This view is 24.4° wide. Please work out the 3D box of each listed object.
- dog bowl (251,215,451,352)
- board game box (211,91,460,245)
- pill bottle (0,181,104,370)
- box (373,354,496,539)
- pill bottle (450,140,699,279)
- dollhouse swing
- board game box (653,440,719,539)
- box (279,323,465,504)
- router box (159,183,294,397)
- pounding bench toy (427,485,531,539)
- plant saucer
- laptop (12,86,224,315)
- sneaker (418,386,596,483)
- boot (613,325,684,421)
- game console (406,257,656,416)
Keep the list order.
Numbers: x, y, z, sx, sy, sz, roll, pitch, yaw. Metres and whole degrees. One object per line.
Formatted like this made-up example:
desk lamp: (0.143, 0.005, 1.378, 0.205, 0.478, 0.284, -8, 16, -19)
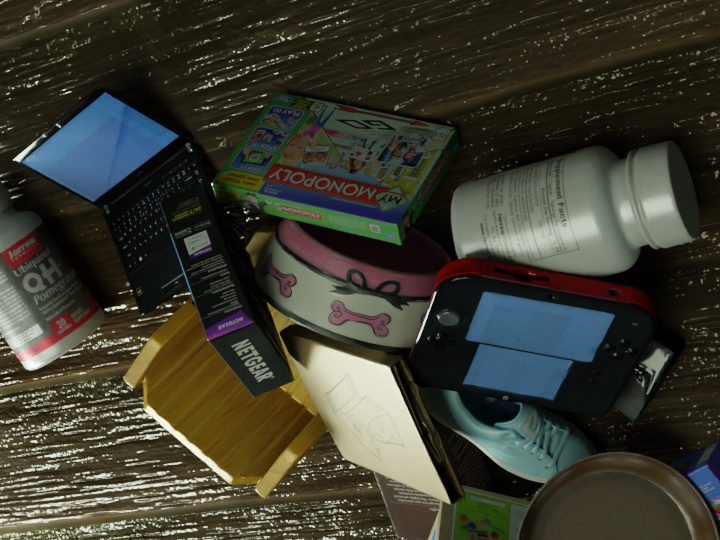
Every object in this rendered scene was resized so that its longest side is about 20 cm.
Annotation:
dog bowl: (0.000, 0.000, 1.590, 0.199, 0.200, 0.074, 24, 111, 18)
board game box: (-0.023, -0.099, 1.571, 0.199, 0.135, 0.029, 14, 141, 25)
pill bottle: (-0.387, 0.003, 1.883, 0.110, 0.111, 0.200, -23, 105, 40)
box: (0.067, 0.186, 1.723, 0.100, 0.075, 0.201, 2, 123, 32)
pill bottle: (0.191, -0.047, 1.470, 0.199, 0.114, 0.115, -14, 110, 24)
dollhouse swing: (-0.104, 0.088, 1.732, 0.200, 0.182, 0.176, 40, 142, 5)
board game box: (0.315, 0.266, 1.644, 0.135, 0.045, 0.200, 51, 131, -5)
box: (0.010, 0.137, 1.616, 0.200, 0.021, 0.164, 13, 133, 56)
router box: (-0.126, 0.023, 1.600, 0.051, 0.200, 0.150, -22, 68, 1)
pounding bench toy: (0.155, 0.330, 1.670, 0.199, 0.125, 0.156, 14, 130, -3)
plant saucer: (0.240, 0.272, 1.569, 0.200, 0.200, 0.032, 46, 172, -1)
laptop: (-0.248, -0.069, 1.750, 0.177, 0.103, 0.201, -30, 77, 42)
sneaker: (0.152, 0.154, 1.614, 0.199, 0.074, 0.082, 25, 169, -15)
boot: (0.190, 0.079, 1.600, 0.199, 0.066, 0.165, 30, 132, 8)
game console: (0.150, 0.065, 1.491, 0.199, 0.031, 0.177, 11, 137, -5)
